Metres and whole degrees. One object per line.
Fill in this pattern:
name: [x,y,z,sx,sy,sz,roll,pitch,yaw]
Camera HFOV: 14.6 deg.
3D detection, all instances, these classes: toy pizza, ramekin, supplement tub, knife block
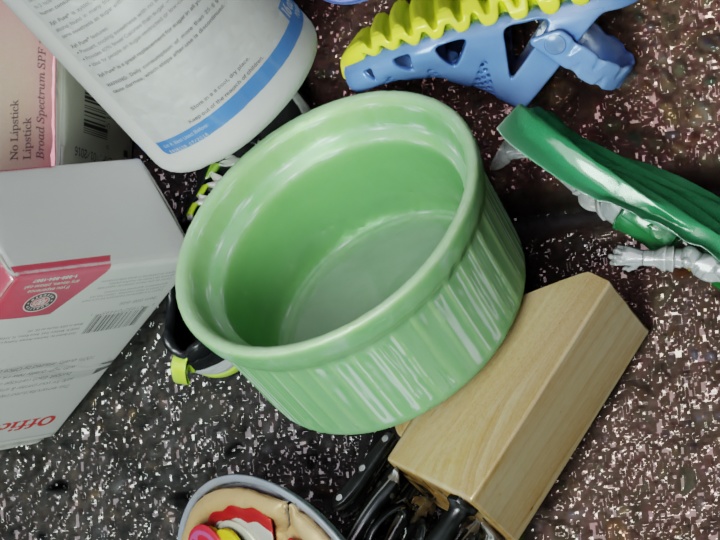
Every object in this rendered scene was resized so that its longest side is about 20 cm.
toy pizza: [-0.050,0.217,1.674,0.200,0.032,0.201,27,129,39]
ramekin: [0.000,0.000,1.657,0.199,0.098,0.201,-21,41,19]
supplement tub: [-0.132,-0.168,1.684,0.132,0.132,0.200,-35,116,15]
knife block: [0.078,0.114,1.640,0.199,0.064,0.176,-21,53,18]

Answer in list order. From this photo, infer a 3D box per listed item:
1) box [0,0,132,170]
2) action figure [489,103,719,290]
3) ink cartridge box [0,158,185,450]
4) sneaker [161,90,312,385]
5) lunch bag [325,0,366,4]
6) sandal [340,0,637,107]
box: [-0.256,-0.112,1.806,0.199,0.109,0.129,-2,84,21]
action figure: [0.173,-0.029,1.640,0.199,0.118,0.055,32,111,13]
ink cartridge box: [-0.215,0.026,1.718,0.200,0.145,0.085,-50,60,37]
sneaker: [-0.077,-0.026,1.739,0.071,0.083,0.201,10,88,22]
lunch bag: [-0.001,-0.258,1.691,0.160,0.076,0.201,-20,119,17]
sandal: [0.084,-0.134,1.684,0.199,0.080,0.087,-13,111,19]
